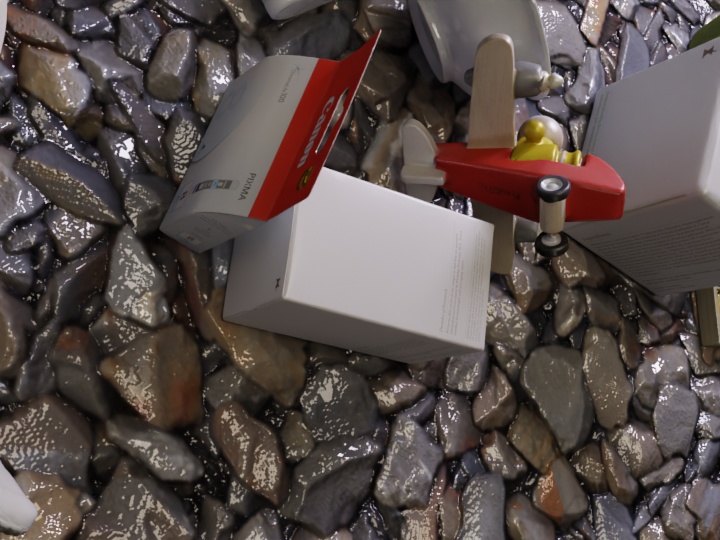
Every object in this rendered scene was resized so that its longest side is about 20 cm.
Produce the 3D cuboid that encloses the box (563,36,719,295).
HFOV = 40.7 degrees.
[{"bbox_3d":[0.361,-0.105,1.049,0.171,0.200,0.200,30,66,-25],"label":"box"}]

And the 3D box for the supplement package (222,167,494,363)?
[{"bbox_3d":[0.000,0.000,0.848,0.199,0.121,0.120,16,72,-29],"label":"supplement package"}]

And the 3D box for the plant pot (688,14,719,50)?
[{"bbox_3d":[0.514,-0.276,1.186,0.199,0.190,0.201,8,75,-31],"label":"plant pot"}]

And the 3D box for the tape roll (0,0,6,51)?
[{"bbox_3d":[-0.322,-0.184,0.634,0.203,0.037,0.204,-26,121,-57],"label":"tape roll"}]

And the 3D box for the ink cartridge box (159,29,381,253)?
[{"bbox_3d":[-0.077,-0.108,0.776,0.047,0.200,0.160,32,64,-23],"label":"ink cartridge box"}]

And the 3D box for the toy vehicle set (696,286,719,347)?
[{"bbox_3d":[0.461,-0.004,1.192,0.124,0.026,0.201,4,77,-31],"label":"toy vehicle set"}]

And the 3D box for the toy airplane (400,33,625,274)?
[{"bbox_3d":[0.136,-0.102,0.921,0.199,0.200,0.141,49,54,-4],"label":"toy airplane"}]

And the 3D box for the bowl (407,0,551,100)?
[{"bbox_3d":[0.105,-0.244,0.950,0.090,0.201,0.202,-23,93,-1],"label":"bowl"}]

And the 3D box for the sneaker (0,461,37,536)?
[{"bbox_3d":[-0.291,0.102,0.676,0.200,0.074,0.087,52,54,-13],"label":"sneaker"}]

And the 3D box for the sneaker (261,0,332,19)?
[{"bbox_3d":[-0.027,-0.325,0.930,0.200,0.074,0.119,-27,93,-34],"label":"sneaker"}]
